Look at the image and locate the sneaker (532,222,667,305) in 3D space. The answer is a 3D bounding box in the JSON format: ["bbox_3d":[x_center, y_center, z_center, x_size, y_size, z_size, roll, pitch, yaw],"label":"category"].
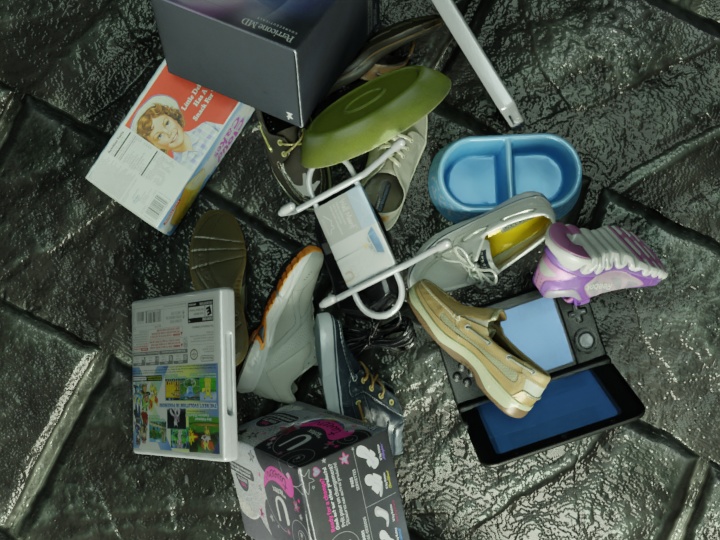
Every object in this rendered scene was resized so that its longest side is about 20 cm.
[{"bbox_3d":[0.280,0.000,1.021,0.197,0.081,0.089,4,127,-33],"label":"sneaker"}]

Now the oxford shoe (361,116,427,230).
[{"bbox_3d":[0.041,-0.148,1.072,0.074,0.058,0.204,14,83,5],"label":"oxford shoe"}]

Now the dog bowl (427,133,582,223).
[{"bbox_3d":[0.183,-0.118,1.067,0.195,0.050,0.114,-2,84,1],"label":"dog bowl"}]

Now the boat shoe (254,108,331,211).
[{"bbox_3d":[-0.092,-0.172,1.075,0.071,0.061,0.204,-23,84,-2],"label":"boat shoe"}]

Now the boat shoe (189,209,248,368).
[{"bbox_3d":[-0.174,0.027,1.054,0.070,0.066,0.205,-3,67,-15],"label":"boat shoe"}]

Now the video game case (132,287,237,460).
[{"bbox_3d":[-0.208,0.121,0.995,0.198,0.022,0.187,-8,81,46],"label":"video game case"}]

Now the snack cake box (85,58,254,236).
[{"bbox_3d":[-0.237,-0.162,1.076,0.114,0.067,0.202,33,86,7],"label":"snack cake box"}]

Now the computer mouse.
[{"bbox_3d":[0.000,0.000,1.035,0.136,0.052,0.204,-10,93,35],"label":"computer mouse"}]

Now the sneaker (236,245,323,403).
[{"bbox_3d":[-0.078,0.068,1.042,0.091,0.076,0.203,23,104,-11],"label":"sneaker"}]

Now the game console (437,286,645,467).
[{"bbox_3d":[0.204,0.113,1.009,0.196,0.116,0.179,-17,84,-1],"label":"game console"}]

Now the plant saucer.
[{"bbox_3d":[0.010,-0.185,0.989,0.198,0.200,0.031,-32,113,-1],"label":"plant saucer"}]

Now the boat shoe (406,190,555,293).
[{"bbox_3d":[0.145,-0.016,1.019,0.199,0.086,0.075,-28,112,12],"label":"boat shoe"}]

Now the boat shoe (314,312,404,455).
[{"bbox_3d":[-0.001,0.137,1.015,0.089,0.071,0.204,-10,113,-6],"label":"boat shoe"}]

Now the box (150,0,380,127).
[{"bbox_3d":[-0.105,-0.306,1.008,0.197,0.124,0.200,23,60,16],"label":"box"}]

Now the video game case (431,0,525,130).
[{"bbox_3d":[0.132,-0.266,1.019,0.022,0.182,0.202,-32,84,14],"label":"video game case"}]

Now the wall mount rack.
[{"bbox_3d":[0.008,-0.049,0.950,0.172,0.074,0.203,-26,86,19],"label":"wall mount rack"}]

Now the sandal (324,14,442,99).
[{"bbox_3d":[0.018,-0.258,1.077,0.198,0.082,0.055,-32,114,7],"label":"sandal"}]

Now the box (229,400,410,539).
[{"bbox_3d":[-0.056,0.233,0.936,0.113,0.199,0.135,-18,100,-31],"label":"box"}]

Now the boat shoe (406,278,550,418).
[{"bbox_3d":[0.138,0.070,0.981,0.200,0.071,0.077,45,115,21],"label":"boat shoe"}]
